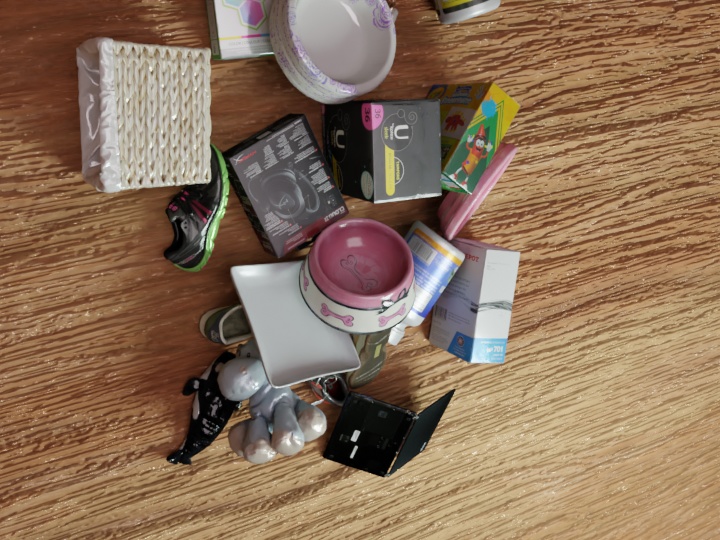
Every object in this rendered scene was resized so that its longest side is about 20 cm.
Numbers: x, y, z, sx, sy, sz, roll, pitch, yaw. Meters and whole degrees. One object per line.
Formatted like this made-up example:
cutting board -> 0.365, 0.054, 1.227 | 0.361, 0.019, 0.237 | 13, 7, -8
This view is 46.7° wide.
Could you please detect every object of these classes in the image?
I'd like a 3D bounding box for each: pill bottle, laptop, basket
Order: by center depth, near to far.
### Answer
basket -> -0.310, -0.219, 1.186 | 0.157, 0.197, 0.205 | -3, 101, -27
pill bottle -> 0.161, -0.530, 1.400 | 0.111, 0.112, 0.204 | -24, 110, -19
pill bottle -> 0.086, 0.025, 1.464 | 0.111, 0.112, 0.202 | 31, 97, -27
laptop -> 0.052, 0.277, 1.511 | 0.196, 0.104, 0.180 | 18, 125, -5

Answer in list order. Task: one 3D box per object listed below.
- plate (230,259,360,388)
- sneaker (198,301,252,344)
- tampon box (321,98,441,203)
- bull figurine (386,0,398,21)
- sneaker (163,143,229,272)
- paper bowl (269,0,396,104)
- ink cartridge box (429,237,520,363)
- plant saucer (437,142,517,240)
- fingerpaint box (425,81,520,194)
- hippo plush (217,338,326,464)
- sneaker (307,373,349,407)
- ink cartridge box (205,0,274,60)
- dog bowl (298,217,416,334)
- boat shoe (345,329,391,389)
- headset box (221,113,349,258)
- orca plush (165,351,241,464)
plate -> -0.107, 0.083, 1.332 | 0.197, 0.032, 0.203 | -6, 67, -47
sneaker -> -0.164, 0.070, 1.370 | 0.197, 0.089, 0.068 | -25, 109, -20
tampon box -> 0.031, -0.199, 1.352 | 0.124, 0.199, 0.154 | -8, 103, -23
bull figurine -> -0.006, -0.480, 1.355 | 0.119, 0.065, 0.205 | -18, 107, -20
sneaker -> -0.259, -0.100, 1.301 | 0.082, 0.076, 0.205 | 12, 94, -31
paper bowl -> -0.050, -0.358, 1.278 | 0.197, 0.104, 0.206 | 4, 83, -33
ink cartridge box -> 0.204, 0.051, 1.512 | 0.084, 0.146, 0.205 | 5, 98, -27
plant saucer -> 0.198, -0.147, 1.465 | 0.050, 0.201, 0.202 | 37, 82, 6
fingerpaint box -> 0.155, -0.226, 1.406 | 0.073, 0.199, 0.169 | 31, 85, -26
hippo plush -> -0.139, 0.191, 1.330 | 0.199, 0.157, 0.164 | -36, 114, -45
sneaker -> -0.079, 0.160, 1.433 | 0.077, 0.082, 0.200 | -48, 116, -9
ink cartridge box -> -0.185, -0.432, 1.281 | 0.102, 0.059, 0.205 | -11, 104, -23
dog bowl -> 0.000, 0.000, 1.345 | 0.196, 0.202, 0.075 | -17, 146, -21
boat shoe -> 0.004, 0.124, 1.425 | 0.071, 0.077, 0.202 | -20, 148, -30
headset box -> -0.120, -0.131, 1.361 | 0.147, 0.077, 0.203 | -33, 113, -16
orca plush -> -0.251, 0.235, 1.371 | 0.105, 0.071, 0.201 | 42, 81, -26
